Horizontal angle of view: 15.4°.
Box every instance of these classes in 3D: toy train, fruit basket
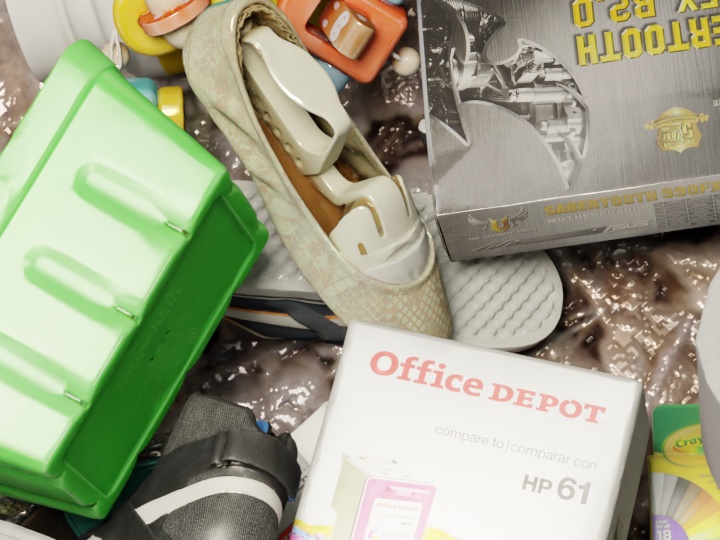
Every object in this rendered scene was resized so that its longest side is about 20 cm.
[{"bbox_3d":[-0.069,-0.088,1.333,0.150,0.056,0.200,35,106,-14],"label":"toy train"},{"bbox_3d":[-0.169,-0.003,1.243,0.214,0.156,0.217,-4,70,11],"label":"fruit basket"}]

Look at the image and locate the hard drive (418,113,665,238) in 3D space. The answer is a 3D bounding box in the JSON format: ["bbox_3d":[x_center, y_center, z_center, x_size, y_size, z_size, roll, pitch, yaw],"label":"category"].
[{"bbox_3d":[0.131,-0.132,1.383,0.139,0.038,0.201,22,77,17],"label":"hard drive"}]

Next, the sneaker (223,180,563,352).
[{"bbox_3d":[0.000,0.000,1.345,0.199,0.079,0.079,13,73,-12],"label":"sneaker"}]

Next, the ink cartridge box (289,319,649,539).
[{"bbox_3d":[0.041,0.137,1.215,0.144,0.085,0.201,11,71,13],"label":"ink cartridge box"}]

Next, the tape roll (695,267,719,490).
[{"bbox_3d":[0.257,0.050,1.238,0.199,0.066,0.201,-5,43,5],"label":"tape roll"}]

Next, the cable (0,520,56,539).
[{"bbox_3d":[-0.147,0.194,1.229,0.199,0.201,0.069,7,49,34],"label":"cable"}]

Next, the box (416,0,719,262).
[{"bbox_3d":[0.131,-0.095,1.309,0.199,0.048,0.159,-8,59,8],"label":"box"}]

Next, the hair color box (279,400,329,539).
[{"bbox_3d":[0.014,0.172,1.285,0.101,0.061,0.200,-40,70,-4],"label":"hair color box"}]

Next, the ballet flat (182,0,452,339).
[{"bbox_3d":[-0.015,-0.043,1.267,0.067,0.062,0.200,-41,96,-34],"label":"ballet flat"}]

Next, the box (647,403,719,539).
[{"bbox_3d":[0.196,0.160,1.265,0.117,0.048,0.201,-3,72,9],"label":"box"}]

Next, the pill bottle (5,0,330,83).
[{"bbox_3d":[-0.084,-0.164,1.391,0.199,0.111,0.112,-15,69,5],"label":"pill bottle"}]

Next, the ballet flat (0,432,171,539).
[{"bbox_3d":[-0.152,0.120,1.333,0.199,0.072,0.072,-27,69,-1],"label":"ballet flat"}]

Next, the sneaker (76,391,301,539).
[{"bbox_3d":[-0.087,0.120,1.257,0.073,0.200,0.112,30,61,-25],"label":"sneaker"}]
